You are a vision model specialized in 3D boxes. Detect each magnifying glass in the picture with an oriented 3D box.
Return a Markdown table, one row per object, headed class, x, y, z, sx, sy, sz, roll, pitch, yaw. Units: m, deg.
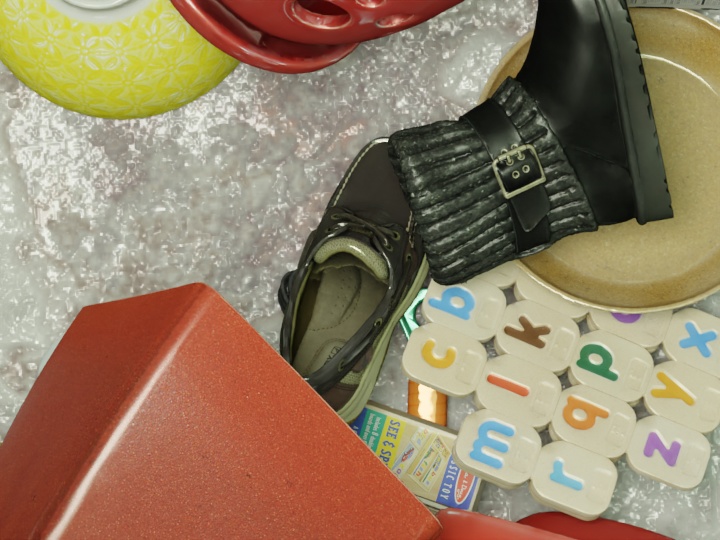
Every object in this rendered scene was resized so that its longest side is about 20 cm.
| class | x | y | z | sx | sy | sz | roll | pitch | yaw |
| --- | --- | --- | --- | --- | --- | --- | --- | --- | --- |
| magnifying glass | 0.043 | 0.036 | 1.625 | 0.079 | 0.022 | 0.201 | 2 | 91 | 3 |

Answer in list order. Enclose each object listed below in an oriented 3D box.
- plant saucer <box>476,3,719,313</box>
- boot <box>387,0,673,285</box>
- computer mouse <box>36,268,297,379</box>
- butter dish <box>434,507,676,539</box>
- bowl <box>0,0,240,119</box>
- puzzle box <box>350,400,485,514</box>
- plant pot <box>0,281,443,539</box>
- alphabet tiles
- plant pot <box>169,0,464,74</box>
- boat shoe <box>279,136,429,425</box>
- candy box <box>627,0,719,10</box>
| class | x | y | z | sx | sy | sz | roll | pitch | yaw |
| --- | --- | --- | --- | --- | --- | --- | --- | --- | --- |
| plant saucer | 0.166 | -0.067 | 1.595 | 0.199 | 0.035 | 0.201 | 0 | 76 | 1 |
| boot | 0.088 | -0.103 | 1.513 | 0.157 | 0.079 | 0.212 | -13 | 103 | 5 |
| computer mouse | -0.106 | 0.051 | 1.602 | 0.199 | 0.044 | 0.110 | -7 | 54 | 4 |
| butter dish | 0.151 | 0.223 | 1.565 | 0.199 | 0.148 | 0.201 | 15 | 121 | 27 |
| bowl | -0.155 | -0.195 | 1.590 | 0.199 | 0.108 | 0.201 | 0 | 91 | 3 |
| puzzle box | -0.007 | 0.182 | 1.611 | 0.133 | 0.025 | 0.201 | 18 | 94 | 11 |
| plant pot | -0.111 | 0.145 | 1.461 | 0.200 | 0.200 | 0.176 | 46 | 67 | -15 |
| alphabet tiles | 0.130 | 0.051 | 1.577 | 0.195 | 0.015 | 0.201 | 22 | 61 | 1 |
| plant pot | -0.021 | -0.221 | 1.498 | 0.182 | 0.200 | 0.201 | -31 | 88 | 44 |
| boat shoe | 0.000 | 0.000 | 1.557 | 0.073 | 0.065 | 0.201 | 11 | 63 | 9 |
| candy box | 0.222 | -0.248 | 1.579 | 0.199 | 0.072 | 0.169 | 2 | 81 | 2 |
